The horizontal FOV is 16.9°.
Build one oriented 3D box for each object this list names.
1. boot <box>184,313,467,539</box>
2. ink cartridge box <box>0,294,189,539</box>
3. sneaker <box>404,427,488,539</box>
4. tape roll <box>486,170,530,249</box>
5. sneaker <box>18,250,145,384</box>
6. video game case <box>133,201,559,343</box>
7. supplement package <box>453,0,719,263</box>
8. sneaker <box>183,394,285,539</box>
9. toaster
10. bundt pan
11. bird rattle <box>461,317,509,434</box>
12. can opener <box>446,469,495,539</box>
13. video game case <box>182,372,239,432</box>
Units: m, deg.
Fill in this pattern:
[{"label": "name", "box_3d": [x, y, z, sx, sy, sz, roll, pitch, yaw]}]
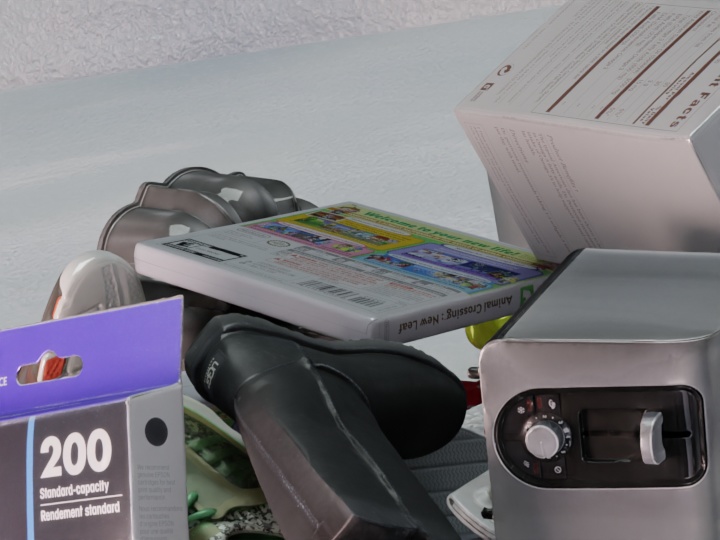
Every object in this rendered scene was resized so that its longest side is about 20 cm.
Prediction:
[{"label": "boot", "box_3d": [0.015, 0.100, 1.180, 0.165, 0.066, 0.200, 11, 18, -28]}, {"label": "ink cartridge box", "box_3d": [-0.166, 0.120, 1.209, 0.198, 0.201, 0.043, -12, -15, 40]}, {"label": "sneaker", "box_3d": [-0.007, 0.123, 1.369, 0.199, 0.073, 0.071, 3, -16, -15]}, {"label": "tape roll", "box_3d": [0.197, -0.025, 1.690, 0.202, 0.140, 0.203, -11, 13, 2]}, {"label": "sneaker", "box_3d": [-0.185, 0.067, 1.463, 0.077, 0.200, 0.082, -12, 38, -37]}, {"label": "video game case", "box_3d": [0.000, 0.000, 1.413, 0.200, 0.022, 0.182, 16, 21, 42]}, {"label": "supplement package", "box_3d": [0.171, -0.071, 1.326, 0.117, 0.117, 0.200, -43, 30, -22]}, {"label": "sneaker", "box_3d": [-0.081, 0.121, 1.233, 0.200, 0.077, 0.089, 18, 23, 3]}, {"label": "toaster", "box_3d": [0.139, 0.092, 1.184, 0.118, 0.181, 0.200, 0, 16, 20]}, {"label": "bundt pan", "box_3d": [-0.074, 0.032, 1.531, 0.202, 0.202, 0.076, -22, 12, -40]}, {"label": "bird rattle", "box_3d": [0.115, 0.028, 1.487, 0.163, 0.113, 0.200, -51, -8, 13]}, {"label": "can opener", "box_3d": [0.093, 0.127, 1.320, 0.053, 0.067, 0.200, 35, 22, 13]}, {"label": "video game case", "box_3d": [-0.089, 0.096, 1.382, 0.199, 0.022, 0.182, -6, -22, -18]}]
